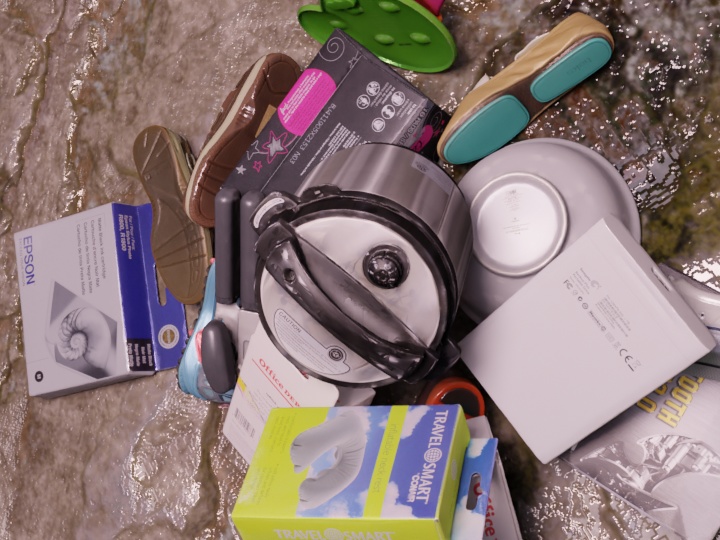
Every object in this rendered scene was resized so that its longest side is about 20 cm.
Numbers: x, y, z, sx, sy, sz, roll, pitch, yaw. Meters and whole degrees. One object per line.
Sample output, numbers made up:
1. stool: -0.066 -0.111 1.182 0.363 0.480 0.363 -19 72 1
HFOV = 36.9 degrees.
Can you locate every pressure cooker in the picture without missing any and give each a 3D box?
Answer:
1. pressure cooker: 0.001 -0.002 0.913 0.174 0.200 0.180 2 116 11

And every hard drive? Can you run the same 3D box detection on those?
1. hard drive: 0.182 0.063 0.908 0.132 0.027 0.200 53 131 10

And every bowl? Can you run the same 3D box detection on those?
1. bowl: 0.156 -0.036 1.013 0.200 0.090 0.203 -3 81 22

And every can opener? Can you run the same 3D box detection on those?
1. can opener: -0.123 0.023 1.046 0.053 0.067 0.202 9 113 15

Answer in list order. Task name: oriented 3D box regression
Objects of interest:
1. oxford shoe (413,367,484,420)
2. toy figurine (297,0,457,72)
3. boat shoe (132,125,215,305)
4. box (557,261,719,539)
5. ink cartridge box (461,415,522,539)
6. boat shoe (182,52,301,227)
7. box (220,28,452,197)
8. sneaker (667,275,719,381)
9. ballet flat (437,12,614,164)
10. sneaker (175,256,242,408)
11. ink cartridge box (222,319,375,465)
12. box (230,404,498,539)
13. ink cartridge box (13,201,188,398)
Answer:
1. oxford shoe: 0.065 0.188 1.040 0.071 0.073 0.201 17 103 -16
2. toy figurine: 0.046 -0.321 1.106 0.199 0.150 0.185 10 71 48
3. boat shoe: -0.194 -0.061 1.190 0.073 0.063 0.202 -24 78 22
4. box: 0.286 0.118 0.955 0.158 0.048 0.201 32 95 25
5. ink cartridge box: 0.040 0.231 0.965 0.198 0.084 0.146 -15 113 4
6. boat shoe: -0.132 -0.138 1.158 0.075 0.075 0.203 14 71 56
7. box: -0.017 -0.112 1.085 0.132 0.115 0.200 41 101 22
8. sneaker: 0.252 0.041 0.927 0.199 0.073 0.071 15 59 28
9. ballet flat: 0.155 -0.178 1.059 0.199 0.069 0.063 -34 47 11
10. sneaker: -0.117 0.048 1.134 0.095 0.079 0.201 21 98 15
11. ink cartridge box: -0.058 0.125 1.033 0.117 0.067 0.201 46 140 22
12. box: 0.005 0.169 0.887 0.198 0.048 0.122 -4 39 20
13. ink cartridge box: -0.296 0.030 1.222 0.199 0.041 0.201 -15 76 20
